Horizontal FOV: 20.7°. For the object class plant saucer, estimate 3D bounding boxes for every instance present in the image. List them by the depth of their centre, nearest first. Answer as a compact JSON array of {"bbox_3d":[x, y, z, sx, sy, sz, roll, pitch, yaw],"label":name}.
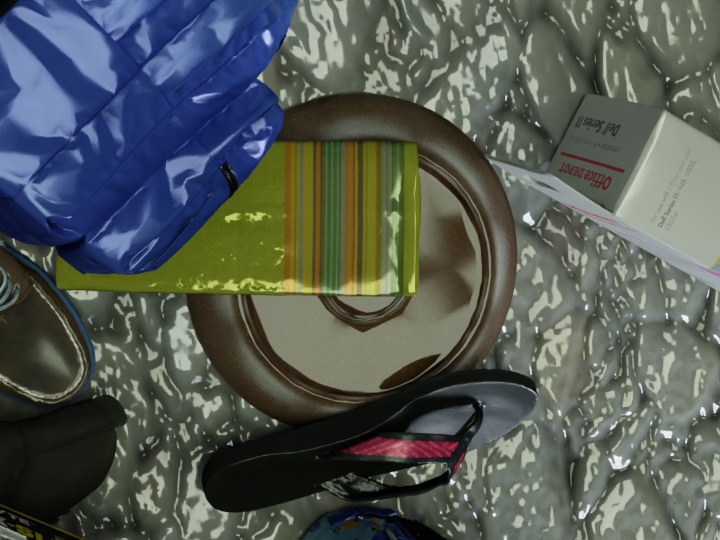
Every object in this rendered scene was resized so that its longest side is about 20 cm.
[{"bbox_3d":[0.000,0.000,1.125,0.200,0.032,0.201,-3,101,-14],"label":"plant saucer"}]

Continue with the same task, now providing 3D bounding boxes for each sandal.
[{"bbox_3d":[0.010,0.109,1.126,0.200,0.045,0.075,-17,141,-7],"label":"sandal"}]

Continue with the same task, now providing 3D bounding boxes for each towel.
[{"bbox_3d":[-0.067,-0.029,1.080,0.199,0.018,0.086,1,87,-1],"label":"towel"}]

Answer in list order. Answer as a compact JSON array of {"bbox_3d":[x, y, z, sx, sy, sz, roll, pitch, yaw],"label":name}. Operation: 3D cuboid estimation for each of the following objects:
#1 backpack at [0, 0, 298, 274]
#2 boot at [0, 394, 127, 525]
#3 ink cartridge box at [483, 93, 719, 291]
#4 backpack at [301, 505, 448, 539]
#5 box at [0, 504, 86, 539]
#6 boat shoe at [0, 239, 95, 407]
[{"bbox_3d":[-0.121,-0.106,1.007,0.168,0.162,0.200,43,77,-19],"label":"backpack"},{"bbox_3d":[-0.214,0.153,1.074,0.078,0.138,0.200,52,124,17],"label":"boot"},{"bbox_3d":[0.181,-0.042,1.122,0.200,0.117,0.067,27,91,-19],"label":"ink cartridge box"},{"bbox_3d":[0.020,0.240,1.086,0.134,0.200,0.183,34,91,-19],"label":"backpack"},{"bbox_3d":[-0.187,0.221,0.965,0.159,0.049,0.200,25,92,-15],"label":"box"},{"bbox_3d":[-0.218,0.006,1.042,0.072,0.072,0.200,-47,109,-3],"label":"boat shoe"}]
